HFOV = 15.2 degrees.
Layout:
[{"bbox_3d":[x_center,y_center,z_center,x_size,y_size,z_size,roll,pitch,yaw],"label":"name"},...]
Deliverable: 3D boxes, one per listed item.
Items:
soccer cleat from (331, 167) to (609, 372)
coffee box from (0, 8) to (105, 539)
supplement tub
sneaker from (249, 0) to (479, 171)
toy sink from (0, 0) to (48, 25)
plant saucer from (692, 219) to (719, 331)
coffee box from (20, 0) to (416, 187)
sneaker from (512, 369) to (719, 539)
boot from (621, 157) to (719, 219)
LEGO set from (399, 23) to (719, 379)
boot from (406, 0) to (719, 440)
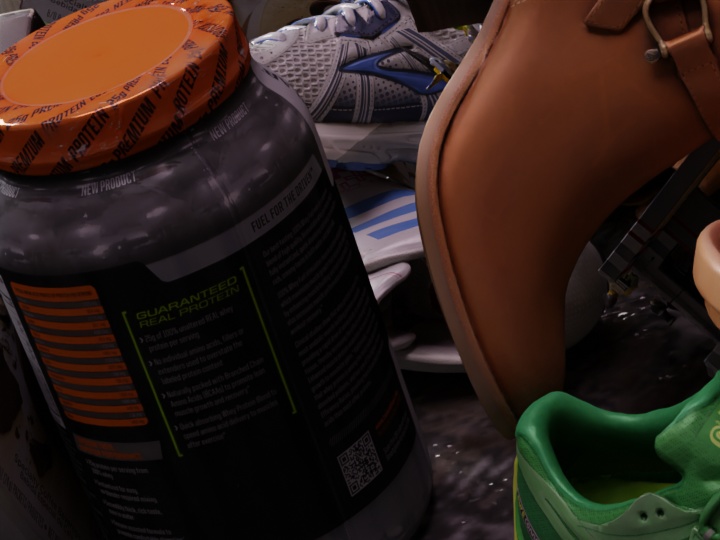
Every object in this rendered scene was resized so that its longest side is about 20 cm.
[{"bbox_3d":[0.000,0.000,1.051,0.199,0.070,0.086,5,19,36],"label":"soccer cleat"},{"bbox_3d":[-0.143,0.019,0.999,0.079,0.113,0.201,-11,52,16],"label":"coffee box"},{"bbox_3d":[-0.057,0.012,0.933,0.122,0.201,0.123,-15,27,8],"label":"supplement tub"},{"bbox_3d":[0.004,-0.082,1.058,0.198,0.086,0.077,8,6,-19],"label":"sneaker"},{"bbox_3d":[-0.069,-0.144,1.314,0.198,0.131,0.112,-14,27,9],"label":"toy sink"},{"bbox_3d":[0.195,0.032,0.821,0.199,0.038,0.200,14,15,-4],"label":"plant saucer"},{"bbox_3d":[-0.035,-0.136,1.178,0.199,0.113,0.080,25,39,2],"label":"coffee box"},{"bbox_3d":[0.126,0.076,0.821,0.199,0.084,0.074,2,33,35],"label":"sneaker"},{"bbox_3d":[0.177,-0.075,1.101,0.200,0.071,0.144,2,40,41],"label":"boot"},{"bbox_3d":[0.117,-0.052,1.001,0.116,0.200,0.154,-53,-1,25],"label":"LEGO set"},{"bbox_3d":[0.095,-0.051,0.887,0.153,0.202,0.074,-7,-6,10],"label":"boot"}]
